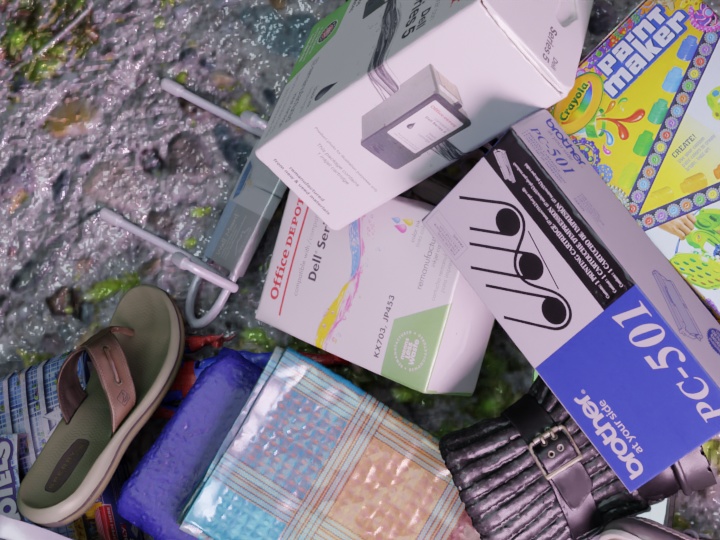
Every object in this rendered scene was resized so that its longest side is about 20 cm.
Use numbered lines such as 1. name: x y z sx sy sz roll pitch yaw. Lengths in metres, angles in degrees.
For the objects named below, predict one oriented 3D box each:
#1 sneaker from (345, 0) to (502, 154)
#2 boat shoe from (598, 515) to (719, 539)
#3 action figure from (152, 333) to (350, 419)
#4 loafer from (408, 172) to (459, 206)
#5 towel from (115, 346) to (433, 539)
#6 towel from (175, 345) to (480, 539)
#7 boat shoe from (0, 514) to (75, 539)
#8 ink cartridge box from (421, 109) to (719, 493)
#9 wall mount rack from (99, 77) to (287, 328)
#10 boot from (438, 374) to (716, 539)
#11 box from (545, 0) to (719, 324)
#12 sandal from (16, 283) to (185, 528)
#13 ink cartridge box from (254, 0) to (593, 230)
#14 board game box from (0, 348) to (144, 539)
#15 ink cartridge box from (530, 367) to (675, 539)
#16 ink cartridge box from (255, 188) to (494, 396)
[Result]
1. sneaker: 0.067 -0.166 0.991 0.200 0.081 0.084 42 81 10
2. boat shoe: 0.229 0.203 0.834 0.199 0.067 0.057 39 58 -13
3. action figure: -0.107 0.082 1.005 0.197 0.052 0.067 -2 84 19
4. loafer: 0.112 -0.003 0.947 0.199 0.072 0.064 32 107 26
5. towel: -0.059 0.169 0.953 0.199 0.050 0.148 36 89 4
6. towel: -0.009 0.162 0.916 0.198 0.022 0.148 30 90 3
7. boat shoe: -0.184 0.238 0.916 0.199 0.075 0.087 20 70 -1
8. ink cartridge box: 0.130 0.017 0.762 0.201 0.044 0.094 53 132 9
9. wall mount rack: -0.119 -0.067 1.023 0.173 0.074 0.202 26 89 58
10. boot: 0.115 0.074 0.846 0.156 0.079 0.214 -24 80 11
11. box: 0.227 -0.048 0.842 0.122 0.200 0.193 -43 70 6
12. sandal: -0.188 0.088 0.960 0.079 0.058 0.203 -3 48 33
13. ink cartridge box: 0.042 -0.135 0.848 0.199 0.084 0.147 -29 29 38
14. board game box: -0.277 0.181 1.031 0.197 0.062 0.203 -20 75 12
15. ink cartridge box: 0.160 0.141 0.902 0.102 0.059 0.203 5 82 18
16. ink cartridge box: 0.000 0.000 0.940 0.198 0.067 0.119 20 97 36
